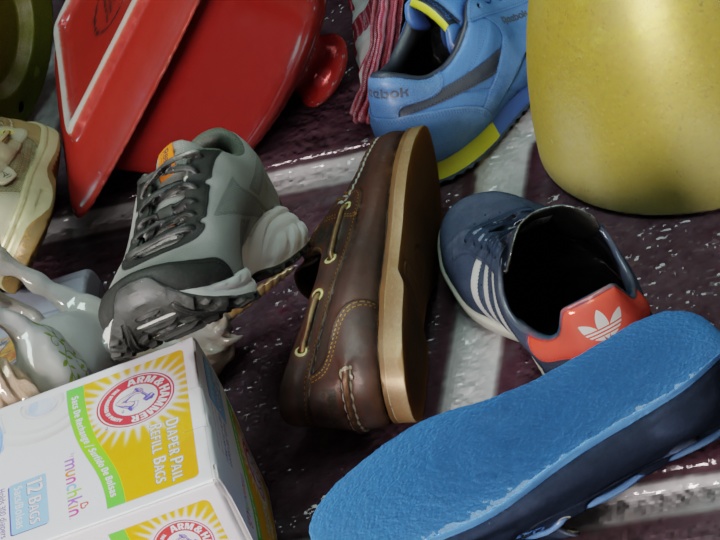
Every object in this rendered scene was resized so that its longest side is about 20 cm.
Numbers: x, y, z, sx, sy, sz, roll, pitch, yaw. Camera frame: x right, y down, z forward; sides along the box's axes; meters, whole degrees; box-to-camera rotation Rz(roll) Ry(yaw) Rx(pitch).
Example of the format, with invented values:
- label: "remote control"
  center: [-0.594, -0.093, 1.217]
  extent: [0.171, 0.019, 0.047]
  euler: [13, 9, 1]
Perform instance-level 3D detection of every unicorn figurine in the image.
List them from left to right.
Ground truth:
- label: "unicorn figurine"
  center: [-0.142, 0.031, 1.350]
  extent: [0.137, 0.074, 0.200]
  euler: [33, 35, 5]

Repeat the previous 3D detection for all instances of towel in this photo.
- label: "towel"
  center: [0.008, -0.192, 1.560]
  extent: [0.023, 0.144, 0.200]
  euler: [4, 35, -5]

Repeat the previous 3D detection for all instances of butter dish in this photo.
- label: "butter dish"
  center: [-0.077, -0.134, 1.541]
  extent: [0.200, 0.147, 0.200]
  euler: [-61, 23, 25]

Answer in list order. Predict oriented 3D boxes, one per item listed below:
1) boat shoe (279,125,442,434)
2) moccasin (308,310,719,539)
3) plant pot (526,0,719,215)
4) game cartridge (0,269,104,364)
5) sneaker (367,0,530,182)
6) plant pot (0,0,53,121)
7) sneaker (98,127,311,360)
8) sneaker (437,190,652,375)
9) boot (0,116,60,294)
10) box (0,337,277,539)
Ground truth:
- label: "boat shoe"
  center: [0.000, 0.000, 1.361]
  extent: [0.070, 0.071, 0.200]
  euler: [-8, 37, 15]
- label: "moccasin"
  center: [0.078, 0.094, 1.193]
  extent: [0.199, 0.068, 0.081]
  euler: [-24, 41, 1]
- label: "plant pot"
  center: [0.166, -0.146, 1.399]
  extent: [0.199, 0.142, 0.200]
  euler: [-15, 34, 11]
- label: "game cartridge"
  center: [-0.198, 0.081, 1.402]
  extent: [0.133, 0.042, 0.200]
  euler: [-13, 35, 7]
- label: "sneaker"
  center: [0.071, -0.134, 1.499]
  extent: [0.066, 0.079, 0.200]
  euler: [8, 43, 40]
- label: "plant pot"
  center: [-0.296, -0.148, 1.657]
  extent: [0.192, 0.201, 0.201]
  euler: [8, 44, 21]
- label: "sneaker"
  center: [-0.083, -0.014, 1.278]
  extent: [0.074, 0.080, 0.200]
  euler: [-22, 9, 15]
- label: "sneaker"
  center: [0.086, -0.006, 1.305]
  extent: [0.075, 0.085, 0.200]
  euler: [-29, 34, -9]
- label: "boot"
  center: [-0.246, -0.062, 1.501]
  extent: [0.073, 0.155, 0.200]
  euler: [-64, 14, 15]
- label: "box"
  center: [-0.141, 0.130, 1.240]
  extent: [0.199, 0.102, 0.113]
  euler: [-20, 34, 5]
